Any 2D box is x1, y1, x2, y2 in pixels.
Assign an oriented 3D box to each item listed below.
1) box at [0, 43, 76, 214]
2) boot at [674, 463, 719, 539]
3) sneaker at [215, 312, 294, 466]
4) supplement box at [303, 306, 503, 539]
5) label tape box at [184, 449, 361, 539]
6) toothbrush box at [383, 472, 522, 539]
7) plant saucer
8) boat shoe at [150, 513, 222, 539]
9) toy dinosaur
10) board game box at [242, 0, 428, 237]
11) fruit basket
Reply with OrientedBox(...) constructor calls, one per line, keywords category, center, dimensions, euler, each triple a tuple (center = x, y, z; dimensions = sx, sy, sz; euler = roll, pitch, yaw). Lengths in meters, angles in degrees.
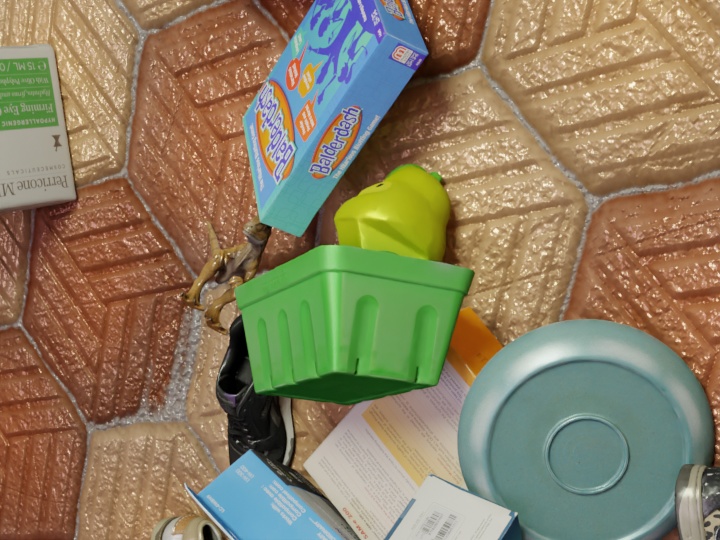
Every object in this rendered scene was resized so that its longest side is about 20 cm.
OrientedBox(category="box", center=(-0.442, -0.136, 1.291), dimensions=(0.199, 0.198, 0.173), euler=(-3, 97, 35))
OrientedBox(category="boot", center=(0.321, 0.230, 0.895), dimensions=(0.152, 0.073, 0.205), euler=(-12, 102, 27))
OrientedBox(category="sneaker", center=(-0.110, 0.124, 1.171), dimensions=(0.075, 0.087, 0.202), euler=(20, 110, 31))
OrientedBox(category="supplement box", center=(0.059, 0.146, 1.064), dimensions=(0.126, 0.073, 0.200), euler=(50, 121, 17))
OrientedBox(category="label tape box", center=(-0.056, 0.229, 1.085), dimensions=(0.143, 0.200, 0.066), euler=(40, 85, 24))
OrientedBox(category="toothbrush box", center=(0.067, 0.286, 0.989), dimensions=(0.085, 0.147, 0.201), euler=(20, 146, 32))
OrientedBox(category="plant saucer", center=(0.173, 0.138, 0.954), dimensions=(0.198, 0.027, 0.202), euler=(1, 105, 5))
OrientedBox(category="boat shoe", center=(-0.160, 0.349, 1.257), dimensions=(0.068, 0.074, 0.202), euler=(-16, 88, 42))
OrientedBox(category="toy dinosaur", center=(-0.118, -0.001, 1.122), dimensions=(0.060, 0.107, 0.200), euler=(37, 161, -15))
OrientedBox(category="board game box", center=(-0.028, -0.152, 1.042), dimensions=(0.201, 0.045, 0.153), euler=(-54, 32, 30))
OrientedBox(category="fruit basket", center=(0.000, 0.000, 1.009), dimensions=(0.215, 0.154, 0.218), euler=(-34, 51, 57))
